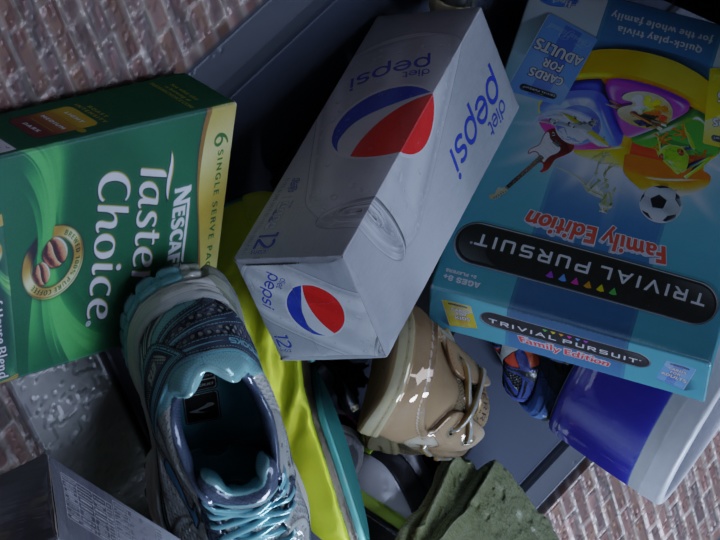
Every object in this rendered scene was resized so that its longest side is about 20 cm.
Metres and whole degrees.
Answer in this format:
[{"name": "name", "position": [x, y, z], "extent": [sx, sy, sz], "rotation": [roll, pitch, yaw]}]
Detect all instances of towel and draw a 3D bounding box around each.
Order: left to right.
[{"name": "towel", "position": [0.088, 0.210, 1.551], "extent": [0.200, 0.036, 0.148], "rotation": [50, 43, -11]}]

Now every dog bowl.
[{"name": "dog bowl", "position": [0.191, 0.029, 1.604], "extent": [0.200, 0.079, 0.200], "rotation": [-54, 169, -16]}]

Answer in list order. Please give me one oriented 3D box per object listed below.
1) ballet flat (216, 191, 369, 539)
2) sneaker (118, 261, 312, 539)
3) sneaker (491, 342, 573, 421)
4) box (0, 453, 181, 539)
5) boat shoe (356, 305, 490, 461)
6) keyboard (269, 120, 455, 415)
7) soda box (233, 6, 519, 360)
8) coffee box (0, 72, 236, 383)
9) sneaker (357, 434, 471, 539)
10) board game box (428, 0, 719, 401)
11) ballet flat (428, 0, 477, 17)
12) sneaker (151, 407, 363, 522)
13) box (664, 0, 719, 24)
[{"name": "ballet flat", "position": [-0.046, 0.056, 1.444], "extent": [0.067, 0.067, 0.201], "rotation": [-11, 108, 3]}, {"name": "sneaker", "position": [-0.066, 0.099, 1.360], "extent": [0.077, 0.086, 0.200], "rotation": [-22, 126, -6]}, {"name": "sneaker", "position": [0.099, 0.022, 1.593], "extent": [0.075, 0.078, 0.200], "rotation": [-53, 168, -19]}, {"name": "box", "position": [-0.152, 0.173, 1.342], "extent": [0.158, 0.048, 0.200], "rotation": [-25, 144, 19]}, {"name": "boat shoe", "position": [0.037, 0.059, 1.457], "extent": [0.200, 0.064, 0.072], "rotation": [81, 22, -81]}, {"name": "keyboard", "position": [0.000, 0.000, 1.524], "extent": [0.127, 0.021, 0.200], "rotation": [-58, 142, -16]}, {"name": "soda box", "position": [0.011, -0.046, 1.407], "extent": [0.200, 0.063, 0.068], "rotation": [-60, 138, -42]}, {"name": "coffee box", "position": [-0.147, -0.016, 1.318], "extent": [0.200, 0.044, 0.123], "rotation": [-16, 123, -44]}, {"name": "sneaker", "position": [0.053, 0.138, 1.628], "extent": [0.200, 0.072, 0.083], "rotation": [32, 85, -53]}, {"name": "board game box", "position": [0.136, -0.046, 1.492], "extent": [0.047, 0.150, 0.201], "rotation": [88, 19, -62]}, {"name": "ballet flat", "position": [0.042, -0.214, 1.430], "extent": [0.067, 0.057, 0.201], "rotation": [-90, 179, -57]}, {"name": "sneaker", "position": [-0.058, 0.151, 1.488], "extent": [0.200, 0.087, 0.074], "rotation": [-38, 137, -29]}, {"name": "box", "position": [0.237, -0.205, 1.529], "extent": [0.124, 0.200, 0.149], "rotation": [-51, 142, -12]}]
